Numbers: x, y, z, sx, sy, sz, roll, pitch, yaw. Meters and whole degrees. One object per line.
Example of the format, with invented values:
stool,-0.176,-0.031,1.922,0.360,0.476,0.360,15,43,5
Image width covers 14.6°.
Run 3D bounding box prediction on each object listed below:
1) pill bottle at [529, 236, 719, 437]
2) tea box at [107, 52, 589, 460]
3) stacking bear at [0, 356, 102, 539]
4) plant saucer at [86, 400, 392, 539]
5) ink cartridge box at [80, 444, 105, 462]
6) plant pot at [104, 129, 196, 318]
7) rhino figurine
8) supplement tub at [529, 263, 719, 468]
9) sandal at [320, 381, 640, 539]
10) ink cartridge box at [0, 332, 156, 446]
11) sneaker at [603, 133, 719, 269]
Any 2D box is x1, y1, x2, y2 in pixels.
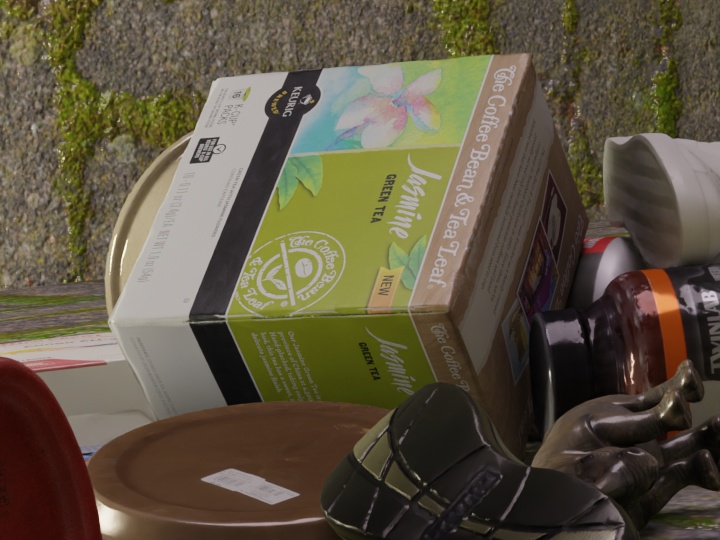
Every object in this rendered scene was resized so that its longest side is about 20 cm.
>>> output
pill bottle,0.115,0.039,1.613,0.200,0.114,0.114,-3,4,24
tea box,0.000,0.000,1.519,0.196,0.134,0.200,-3,44,22
stacking bear,-0.226,0.100,1.179,0.200,0.114,0.121,-8,2,27
plant saucer,-0.039,0.097,1.270,0.200,0.030,0.200,-2,16,1
ink cartridge box,-0.128,0.110,1.402,0.200,0.042,0.119,-3,4,-10
plant pot,-0.030,0.015,1.759,0.200,0.201,0.183,-7,15,-31
rhino figurine,0.111,0.089,1.243,0.087,0.060,0.200,-23,0,13
supplement tub,0.189,0.049,1.445,0.199,0.107,0.107,-5,4,-6
sandal,0.047,0.106,1.133,0.080,0.057,0.201,-42,31,-9
ink cartridge box,-0.181,0.078,1.710,0.116,0.068,0.200,-6,4,-19
sneaker,0.203,-0.043,1.542,0.115,0.074,0.200,-1,12,-4
